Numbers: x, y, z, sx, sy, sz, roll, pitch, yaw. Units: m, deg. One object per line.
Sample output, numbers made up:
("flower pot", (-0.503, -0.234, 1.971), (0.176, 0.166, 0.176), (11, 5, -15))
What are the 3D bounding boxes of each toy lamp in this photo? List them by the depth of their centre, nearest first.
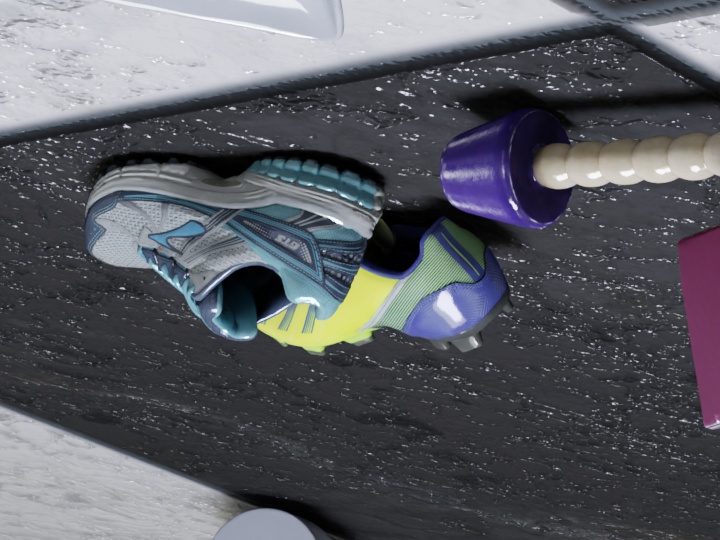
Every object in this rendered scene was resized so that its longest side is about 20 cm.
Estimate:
("toy lamp", (0.124, -0.048, 1.346), (0.199, 0.058, 0.058), (0, 160, 38))

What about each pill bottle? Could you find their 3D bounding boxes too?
("pill bottle", (-0.062, 0.261, 2.433), (0.116, 0.117, 0.200), (9, 163, 11))

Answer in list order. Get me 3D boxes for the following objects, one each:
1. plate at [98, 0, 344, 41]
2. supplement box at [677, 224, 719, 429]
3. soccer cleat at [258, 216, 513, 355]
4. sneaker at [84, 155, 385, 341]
("plate", (-0.102, -0.155, 1.195), (0.199, 0.032, 0.200), (11, 164, 3))
("supplement box", (0.251, 0.011, 1.282), (0.199, 0.086, 0.110), (-5, 172, -26))
("soccer cleat", (0.001, -0.001, 1.627), (0.200, 0.065, 0.084), (-1, 130, 51))
("sneaker", (-0.080, -0.009, 1.575), (0.200, 0.087, 0.078), (-4, 156, 44))
